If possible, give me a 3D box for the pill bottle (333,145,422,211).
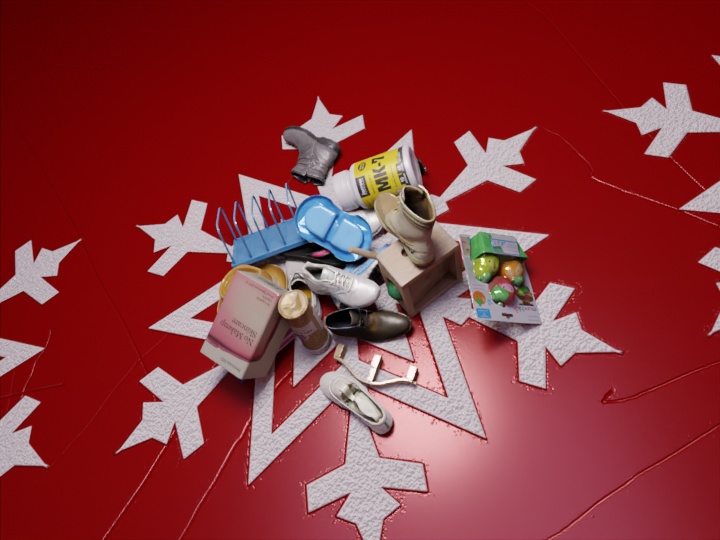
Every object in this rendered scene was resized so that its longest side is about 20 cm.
[{"bbox_3d":[0.042,-0.218,1.408,0.197,0.114,0.116,-17,58,18],"label":"pill bottle"}]

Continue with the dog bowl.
[{"bbox_3d":[-0.062,-0.098,1.389,0.198,0.050,0.112,30,90,8],"label":"dog bowl"}]

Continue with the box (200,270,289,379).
[{"bbox_3d":[-0.241,0.120,1.283,0.127,0.109,0.202,26,93,22],"label":"box"}]

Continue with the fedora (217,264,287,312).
[{"bbox_3d":[-0.275,0.045,1.406,0.198,0.082,0.203,-15,48,18],"label":"fedora"}]

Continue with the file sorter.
[{"bbox_3d":[-0.249,-0.117,1.463,0.197,0.124,0.139,-20,31,3],"label":"file sorter"}]

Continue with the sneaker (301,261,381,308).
[{"bbox_3d":[-0.049,0.031,1.309,0.198,0.080,0.071,13,69,26],"label":"sneaker"}]

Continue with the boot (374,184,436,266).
[{"bbox_3d":[0.091,-0.125,1.193,0.071,0.155,0.201,-26,59,-13],"label":"boot"}]

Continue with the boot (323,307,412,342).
[{"bbox_3d":[0.012,0.121,1.296,0.197,0.097,0.076,-3,82,14],"label":"boot"}]

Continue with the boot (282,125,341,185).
[{"bbox_3d":[-0.162,-0.319,1.616,0.198,0.070,0.133,22,74,28],"label":"boot"}]

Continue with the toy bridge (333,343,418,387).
[{"bbox_3d":[0.031,0.221,1.286,0.197,0.027,0.068,15,68,21],"label":"toy bridge"}]

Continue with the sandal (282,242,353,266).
[{"bbox_3d":[-0.099,-0.052,1.439,0.197,0.046,0.076,5,39,5],"label":"sandal"}]

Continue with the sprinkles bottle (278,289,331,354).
[{"bbox_3d":[-0.120,0.116,1.279,0.067,0.201,0.069,-6,59,10],"label":"sprinkles bottle"}]

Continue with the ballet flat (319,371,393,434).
[{"bbox_3d":[-0.013,0.272,1.246,0.199,0.070,0.070,33,73,28],"label":"ballet flat"}]

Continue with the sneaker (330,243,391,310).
[{"bbox_3d":[0.000,0.000,1.389,0.200,0.079,0.090,-41,57,-11],"label":"sneaker"}]

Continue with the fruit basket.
[{"bbox_3d":[0.307,0.015,1.265,0.183,0.094,0.202,7,56,-27],"label":"fruit basket"}]

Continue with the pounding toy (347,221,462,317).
[{"bbox_3d":[0.105,-0.014,1.307,0.199,0.185,0.143,-35,59,-7],"label":"pounding toy"}]

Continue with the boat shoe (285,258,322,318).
[{"bbox_3d":[-0.144,0.033,1.408,0.070,0.070,0.202,-19,56,2],"label":"boat shoe"}]

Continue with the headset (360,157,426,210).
[{"bbox_3d":[0.086,-0.210,1.503,0.200,0.094,0.124,-46,64,4],"label":"headset"}]

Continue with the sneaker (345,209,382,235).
[{"bbox_3d":[-0.036,-0.114,1.448,0.197,0.081,0.076,-11,72,13],"label":"sneaker"}]

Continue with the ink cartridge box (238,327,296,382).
[{"bbox_3d":[-0.233,0.164,1.380,0.200,0.037,0.095,-41,60,-8],"label":"ink cartridge box"}]
